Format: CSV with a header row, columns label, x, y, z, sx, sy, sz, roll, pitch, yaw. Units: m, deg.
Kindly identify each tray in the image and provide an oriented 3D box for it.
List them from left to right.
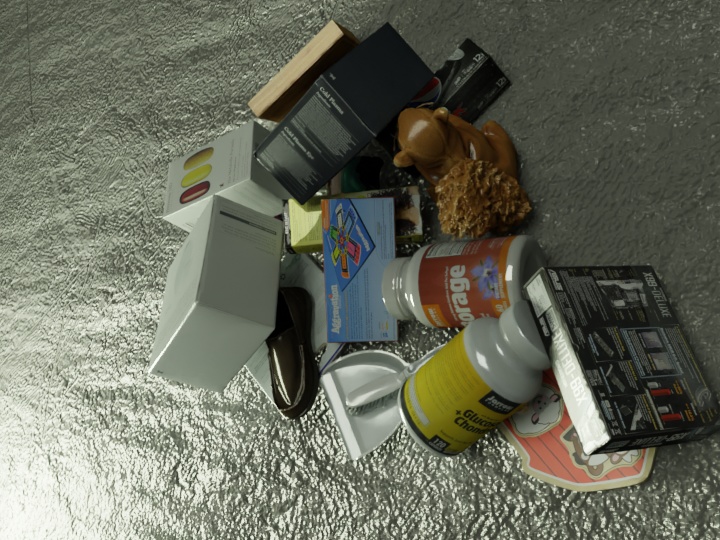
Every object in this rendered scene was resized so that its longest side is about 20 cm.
label,x,y,z,sx,sy,sz,roll,pitch,yaw
tray,-0.093,-0.332,1.303,0.200,0.099,0.037,-41,82,17

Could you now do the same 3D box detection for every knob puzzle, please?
label,x,y,z,sx,sy,sz,roll,pitch,yaw
knob puzzle,0.258,0.166,0.893,0.218,0.030,0.221,-14,64,31

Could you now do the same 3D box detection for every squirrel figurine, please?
label,x,y,z,sx,sy,sz,roll,pitch,yaw
squirrel figurine,0.130,-0.135,1.003,0.141,0.186,0.201,-40,52,16

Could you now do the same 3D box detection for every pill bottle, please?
label,x,y,z,sx,sy,sz,roll,pitch,yaw
pill bottle,0.132,0.018,0.991,0.199,0.112,0.113,-6,69,35
pill bottle,0.142,0.127,0.908,0.200,0.111,0.113,-47,50,33

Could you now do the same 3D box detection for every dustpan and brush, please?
label,x,y,z,sx,sy,sz,roll,pitch,yaw
dustpan and brush,0.046,0.150,1.031,0.199,0.057,0.140,-26,61,3

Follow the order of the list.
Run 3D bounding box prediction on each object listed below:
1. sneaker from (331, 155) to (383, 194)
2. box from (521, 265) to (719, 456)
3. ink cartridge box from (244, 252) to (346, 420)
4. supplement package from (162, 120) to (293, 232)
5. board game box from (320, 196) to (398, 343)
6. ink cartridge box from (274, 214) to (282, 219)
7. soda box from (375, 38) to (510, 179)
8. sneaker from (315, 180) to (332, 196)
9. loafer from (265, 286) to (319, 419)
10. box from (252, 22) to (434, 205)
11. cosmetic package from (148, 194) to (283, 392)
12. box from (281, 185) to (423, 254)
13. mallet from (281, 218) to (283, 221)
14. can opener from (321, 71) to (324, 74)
label,x,y,z,sx,sy,sz,roll,pitch,yaw
sneaker,0.003,-0.083,1.153,0.079,0.071,0.202,-13,69,28
box,0.281,0.089,0.827,0.050,0.156,0.201,121,141,-51
ink cartridge box,-0.097,0.094,1.174,0.200,0.041,0.200,-52,52,9
supplement package,-0.213,-0.140,1.256,0.199,0.109,0.115,-19,58,32
board game box,0.000,0.000,1.065,0.102,0.019,0.202,-1,99,3
ink cartridge box,-0.227,-0.063,1.332,0.200,0.042,0.119,-48,50,7
soda box,0.119,-0.236,1.128,0.200,0.071,0.063,-46,47,13
sneaker,-0.077,-0.143,1.195,0.075,0.115,0.202,-6,66,9
loafer,-0.111,0.114,1.104,0.073,0.071,0.202,-21,63,28
box,-0.022,-0.217,1.063,0.182,0.104,0.200,-38,10,46
cosmetic package,-0.211,0.039,1.131,0.199,0.122,0.201,-47,30,42
box,-0.011,-0.071,1.098,0.198,0.050,0.076,-7,79,5
mallet,-0.149,-0.045,1.276,0.200,0.066,0.041,-37,46,0
can opener,0.012,-0.305,1.252,0.199,0.079,0.063,3,35,34
